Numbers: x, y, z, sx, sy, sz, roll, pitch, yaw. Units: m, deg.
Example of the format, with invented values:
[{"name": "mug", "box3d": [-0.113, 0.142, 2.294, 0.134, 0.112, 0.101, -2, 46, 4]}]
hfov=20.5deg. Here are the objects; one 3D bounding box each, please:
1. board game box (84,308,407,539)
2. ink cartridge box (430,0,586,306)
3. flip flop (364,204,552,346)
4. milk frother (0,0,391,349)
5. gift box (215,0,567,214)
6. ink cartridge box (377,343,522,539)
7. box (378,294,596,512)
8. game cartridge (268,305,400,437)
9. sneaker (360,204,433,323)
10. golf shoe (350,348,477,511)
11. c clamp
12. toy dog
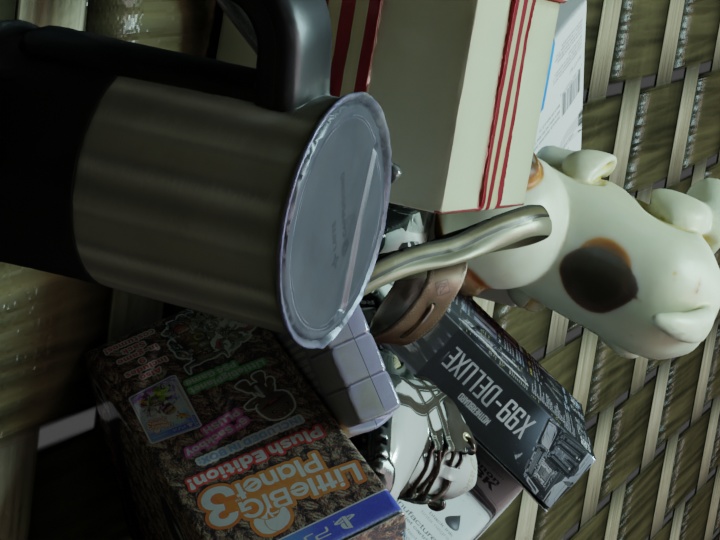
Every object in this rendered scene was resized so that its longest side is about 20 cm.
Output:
[{"name": "board game box", "box3d": [-0.057, 0.140, 1.077, 0.096, 0.200, 0.161, -23, 133, -17]}, {"name": "ink cartridge box", "box3d": [0.111, -0.097, 1.538, 0.146, 0.084, 0.202, -51, 148, -48]}, {"name": "flip flop", "box3d": [0.035, 0.013, 1.230, 0.198, 0.081, 0.058, -20, 93, -23]}, {"name": "milk frother", "box3d": [-0.111, -0.044, 0.869, 0.200, 0.186, 0.182, -52, 147, -47]}, {"name": "gift box", "box3d": [0.035, -0.140, 1.178, 0.184, 0.198, 0.189, -16, 116, -72]}, {"name": "ink cartridge box", "box3d": [0.011, 0.142, 1.322, 0.084, 0.144, 0.200, -48, 171, 25]}, {"name": "box", "box3d": [0.088, 0.075, 1.384, 0.050, 0.158, 0.200, -46, -177, 7]}, {"name": "game cartridge", "box3d": [-0.035, 0.033, 1.096, 0.038, 0.131, 0.200, -27, 179, -17]}, {"name": "sneaker", "box3d": [0.000, 0.000, 1.329, 0.200, 0.073, 0.090, -12, 112, -66]}, {"name": "golf shoe", "box3d": [0.032, 0.104, 1.180, 0.078, 0.094, 0.200, -59, -176, 15]}, {"name": "c clamp", "box3d": [-0.046, -0.112, 1.024, 0.027, 0.171, 0.200, -39, -174, 1]}, {"name": "toy dog", "box3d": [0.145, -0.011, 1.401, 0.195, 0.198, 0.140, -89, -157, -57]}]
